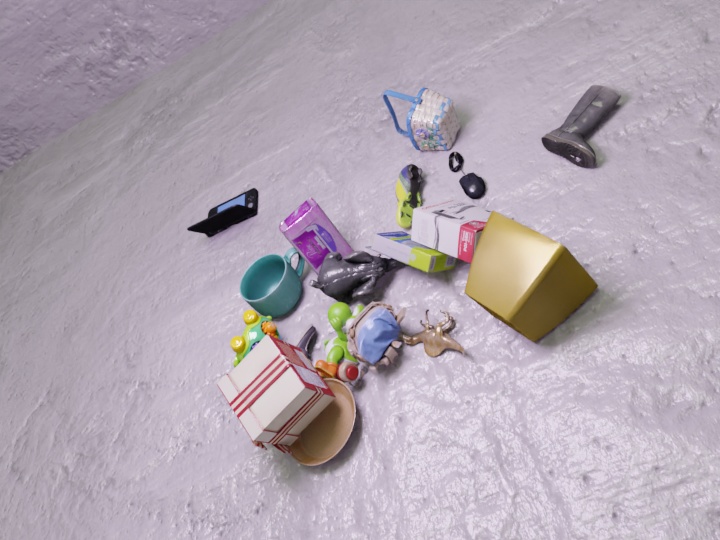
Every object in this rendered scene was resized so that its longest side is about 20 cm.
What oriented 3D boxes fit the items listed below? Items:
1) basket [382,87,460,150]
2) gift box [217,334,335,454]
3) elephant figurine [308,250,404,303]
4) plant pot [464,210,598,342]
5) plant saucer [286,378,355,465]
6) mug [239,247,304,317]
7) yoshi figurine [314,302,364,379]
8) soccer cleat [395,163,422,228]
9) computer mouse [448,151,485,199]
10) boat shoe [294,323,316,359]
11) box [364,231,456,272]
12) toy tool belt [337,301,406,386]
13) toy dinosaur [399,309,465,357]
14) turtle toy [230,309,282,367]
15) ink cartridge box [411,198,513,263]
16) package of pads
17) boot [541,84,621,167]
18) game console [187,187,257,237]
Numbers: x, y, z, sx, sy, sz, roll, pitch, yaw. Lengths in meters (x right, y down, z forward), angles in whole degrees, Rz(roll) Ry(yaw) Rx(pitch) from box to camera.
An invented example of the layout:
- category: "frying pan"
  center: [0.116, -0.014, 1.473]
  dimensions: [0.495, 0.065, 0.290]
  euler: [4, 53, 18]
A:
- category: "basket"
  center: [0.165, -0.423, 1.887]
  dimensions: [0.198, 0.177, 0.140]
  euler: [24, 74, 32]
- category: "gift box"
  center: [-0.181, 0.285, 1.506]
  dimensions: [0.187, 0.200, 0.185]
  euler: [-44, 56, 4]
- category: "elephant figurine"
  center: [0.000, 0.000, 1.688]
  dimensions: [0.197, 0.142, 0.157]
  euler: [-14, 44, 30]
- category: "plant pot"
  center: [0.336, 0.026, 1.411]
  dimensions: [0.178, 0.199, 0.199]
  euler: [-55, 44, 0]
- category: "plant saucer"
  center: [-0.085, 0.347, 1.541]
  dimensions: [0.198, 0.035, 0.203]
  euler: [-20, 51, 27]
- category: "mug"
  center: [-0.221, 0.043, 1.828]
  dimensions: [0.183, 0.115, 0.154]
  euler: [-24, 45, 16]
- category: "yoshi figurine"
  center: [-0.060, 0.160, 1.633]
  dimensions: [0.111, 0.112, 0.202]
  euler: [1, 54, 43]
- category: "soccer cleat"
  center: [0.124, -0.194, 1.830]
  dimensions: [0.083, 0.064, 0.203]
  euler: [-34, 39, 52]
- category: "computer mouse"
  center: [0.273, -0.258, 1.783]
  dimensions: [0.058, 0.034, 0.201]
  euler: [-33, 44, 9]
- category: "boat shoe"
  center: [-0.155, 0.227, 1.693]
  dimensions: [0.062, 0.073, 0.202]
  euler: [30, 64, 0]
- category: "box"
  center: [0.122, -0.050, 1.646]
  dimensions: [0.198, 0.121, 0.048]
  euler: [24, 110, 36]
- category: "toy tool belt"
  center: [0.029, 0.167, 1.538]
  dimensions: [0.122, 0.124, 0.202]
  euler: [-4, 51, 60]
- category: "toy dinosaur"
  center: [0.180, 0.146, 1.525]
  dimensions: [0.198, 0.058, 0.103]
  euler: [6, 75, 47]
- category: "turtle toy"
  center: [-0.263, 0.206, 1.726]
  dimensions: [0.099, 0.146, 0.202]
  euler: [14, 63, 16]
- category: "ink cartridge box"
  center: [0.237, -0.098, 1.597]
  dimensions: [0.145, 0.084, 0.199]
  euler: [-18, 30, -38]
- category: "package of pads"
  center: [-0.113, -0.079, 1.788]
  dimensions: [0.120, 0.201, 0.076]
  euler: [-39, 30, 0]
- category: "boot"
  center: [0.560, -0.354, 1.646]
  dimensions: [0.199, 0.073, 0.182]
  euler: [-38, 45, -7]
- category: "game console"
  center: [-0.439, -0.197, 2.168]
  dimensions: [0.197, 0.117, 0.178]
  euler: [-22, 47, 18]
